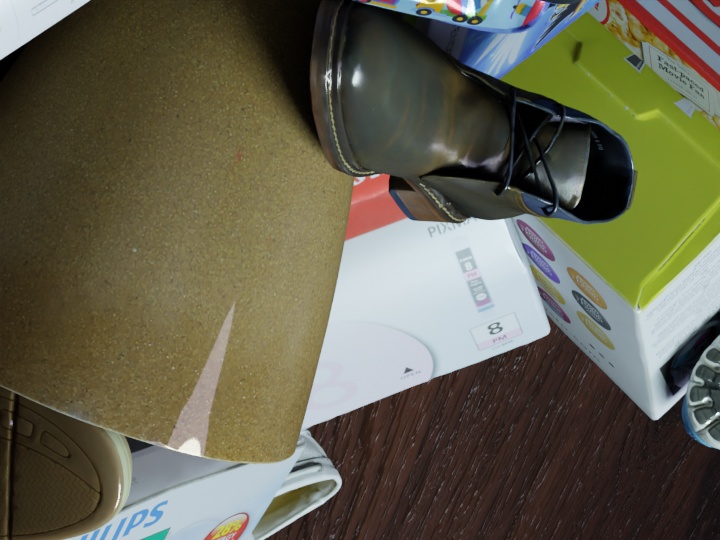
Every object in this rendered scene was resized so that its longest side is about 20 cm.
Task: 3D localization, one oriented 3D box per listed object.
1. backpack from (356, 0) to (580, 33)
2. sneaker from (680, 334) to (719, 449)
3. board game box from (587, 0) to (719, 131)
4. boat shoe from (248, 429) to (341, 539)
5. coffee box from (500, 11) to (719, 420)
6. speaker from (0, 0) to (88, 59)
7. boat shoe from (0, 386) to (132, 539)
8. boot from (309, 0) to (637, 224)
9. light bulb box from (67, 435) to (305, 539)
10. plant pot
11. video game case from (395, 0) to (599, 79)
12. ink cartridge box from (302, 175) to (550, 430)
[{"bbox_3d":[0.027,-0.208,0.764,0.182,0.201,0.135,8,158,-24],"label":"backpack"},{"bbox_3d":[0.249,0.025,1.195,0.200,0.078,0.090,-38,176,-13],"label":"sneaker"},{"bbox_3d":[0.191,-0.167,1.088,0.151,0.200,0.046,-41,160,-13],"label":"board game box"},{"bbox_3d":[-0.090,0.171,1.325,0.202,0.086,0.075,-30,153,-36],"label":"boat shoe"},{"bbox_3d":[0.161,-0.076,1.194,0.200,0.200,0.198,-43,159,-6],"label":"coffee box"},{"bbox_3d":[-0.162,-0.095,0.736,0.200,0.081,0.081,-38,157,-20],"label":"speaker"},{"bbox_3d":[-0.173,0.067,0.888,0.063,0.199,0.074,-19,113,-61],"label":"boat shoe"},{"bbox_3d":[0.048,-0.063,0.847,0.200,0.097,0.075,32,66,-69],"label":"boot"},{"bbox_3d":[-0.165,0.135,1.075,0.198,0.125,0.200,-16,145,-51],"label":"light bulb box"},{"bbox_3d":[-0.074,-0.050,0.879,0.186,0.186,0.201,9,107,-64],"label":"plant pot"},{"bbox_3d":[0.081,-0.155,0.950,0.200,0.045,0.181,-39,167,-22],"label":"video game case"},{"bbox_3d":[0.000,0.000,1.097,0.162,0.057,0.200,-21,151,5],"label":"ink cartridge box"}]
